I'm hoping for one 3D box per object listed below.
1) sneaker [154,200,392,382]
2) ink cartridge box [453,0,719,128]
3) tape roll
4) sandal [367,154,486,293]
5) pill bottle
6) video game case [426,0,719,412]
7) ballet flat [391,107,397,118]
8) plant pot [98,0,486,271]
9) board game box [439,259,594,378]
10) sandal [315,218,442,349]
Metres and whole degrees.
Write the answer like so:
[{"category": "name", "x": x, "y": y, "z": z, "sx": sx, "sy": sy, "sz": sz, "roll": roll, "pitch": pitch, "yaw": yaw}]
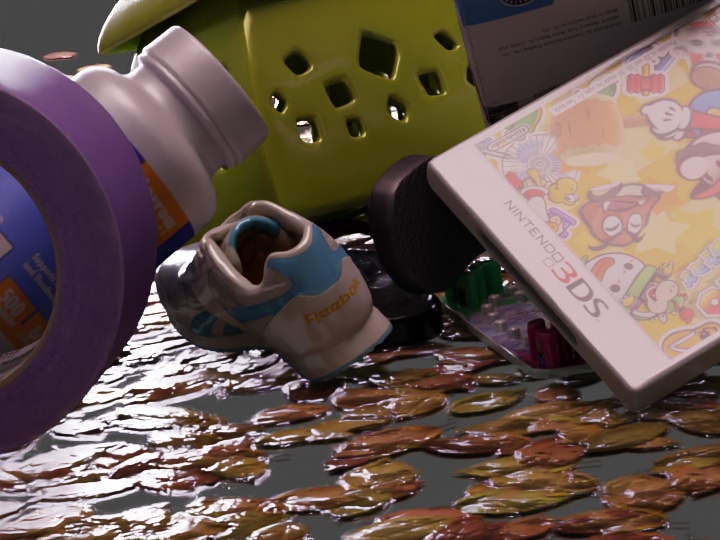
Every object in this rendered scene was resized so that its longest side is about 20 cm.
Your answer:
[{"category": "sneaker", "x": -0.057, "y": 0.000, "z": 1.492, "sx": 0.076, "sy": 0.081, "sz": 0.200, "roll": -39, "pitch": 24, "yaw": -22}, {"category": "ink cartridge box", "x": 0.128, "y": -0.138, "z": 1.503, "sx": 0.144, "sy": 0.200, "sz": 0.084, "roll": -16, "pitch": 45, "yaw": 1}, {"category": "tape roll", "x": -0.207, "y": -0.010, "z": 1.370, "sx": 0.199, "sy": 0.201, "sz": 0.085, "roll": -4, "pitch": 12, "yaw": 9}, {"category": "sandal", "x": 0.037, "y": -0.028, "z": 1.530, "sx": 0.043, "sy": 0.076, "sz": 0.200, "roll": 0, "pitch": 4, "yaw": 18}, {"category": "pill bottle", "x": -0.151, "y": -0.041, "z": 1.502, "sx": 0.200, "sy": 0.112, "sz": 0.112, "roll": -41, "pitch": 20, "yaw": -8}, {"category": "video game case", "x": 0.165, "y": -0.040, "z": 1.380, "sx": 0.200, "sy": 0.023, "sz": 0.182, "roll": -30, "pitch": 56, "yaw": -16}, {"category": "ballet flat", "x": 0.042, "y": -0.084, "z": 1.924, "sx": 0.069, "sy": 0.070, "sz": 0.200, "roll": -10, "pitch": 12, "yaw": -18}, {"category": "plant pot", "x": -0.040, "y": -0.113, "z": 1.685, "sx": 0.199, "sy": 0.182, "sz": 0.199, "roll": -15, "pitch": -3, "yaw": -34}, {"category": "board game box", "x": 0.161, "y": 0.012, "z": 1.497, "sx": 0.199, "sy": 0.026, "sz": 0.200, "roll": -9, "pitch": 13, "yaw": -12}, {"category": "sandal", "x": 0.001, "y": 0.000, "z": 1.576, "sx": 0.075, "sy": 0.048, "sz": 0.200, "roll": -10, "pitch": 14, "yaw": -16}]
